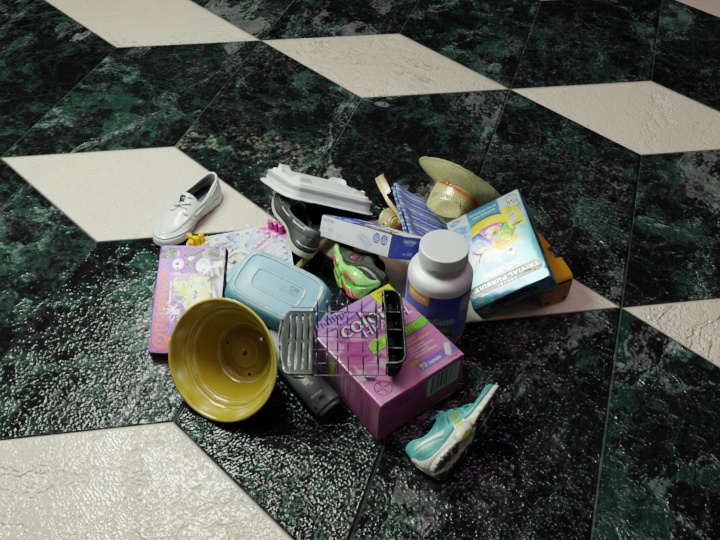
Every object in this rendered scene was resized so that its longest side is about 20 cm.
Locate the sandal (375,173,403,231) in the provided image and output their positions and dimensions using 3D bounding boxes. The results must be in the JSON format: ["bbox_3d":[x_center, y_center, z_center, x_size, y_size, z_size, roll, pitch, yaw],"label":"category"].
[{"bbox_3d":[0.060,-0.095,1.665,0.070,0.078,0.212,-32,56,13],"label":"sandal"}]

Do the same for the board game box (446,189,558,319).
[{"bbox_3d":[0.256,-0.032,1.535,0.151,0.047,0.200,-27,53,19],"label":"board game box"}]

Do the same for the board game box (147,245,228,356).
[{"bbox_3d":[-0.298,0.052,1.460,0.120,0.032,0.200,-1,69,4],"label":"board game box"}]

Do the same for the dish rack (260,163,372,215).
[{"bbox_3d":[-0.082,-0.163,1.646,0.200,0.044,0.172,11,13,-29],"label":"dish rack"}]

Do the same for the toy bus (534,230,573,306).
[{"bbox_3d":[0.319,-0.029,1.589,0.065,0.078,0.200,-18,48,-18],"label":"toy bus"}]

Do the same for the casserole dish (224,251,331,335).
[{"bbox_3d":[-0.143,0.036,1.453,0.200,0.039,0.121,26,64,9],"label":"casserole dish"}]

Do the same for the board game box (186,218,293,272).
[{"bbox_3d":[-0.229,-0.022,1.564,0.200,0.026,0.200,-11,39,-3],"label":"board game box"}]

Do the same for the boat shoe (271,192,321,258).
[{"bbox_3d":[-0.117,-0.106,1.604,0.073,0.063,0.200,13,33,-30],"label":"boat shoe"}]

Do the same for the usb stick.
[{"bbox_3d":[-0.104,0.168,1.401,0.055,0.033,0.200,-33,54,-17],"label":"usb stick"}]

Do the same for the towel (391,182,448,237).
[{"bbox_3d":[0.136,-0.081,1.623,0.145,0.024,0.200,23,36,-30],"label":"towel"}]

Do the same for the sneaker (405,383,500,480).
[{"bbox_3d":[0.151,0.239,1.317,0.080,0.078,0.200,27,49,35],"label":"sneaker"}]

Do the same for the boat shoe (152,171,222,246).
[{"bbox_3d":[-0.349,-0.127,1.668,0.074,0.065,0.200,18,46,15],"label":"boat shoe"}]

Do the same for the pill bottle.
[{"bbox_3d":[0.133,0.031,1.433,0.112,0.200,0.112,1,44,-1],"label":"pill bottle"}]

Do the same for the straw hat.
[{"bbox_3d":[0.179,-0.135,1.634,0.201,0.201,0.085,29,81,25],"label":"straw hat"}]

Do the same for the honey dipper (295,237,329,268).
[{"bbox_3d":[-0.096,-0.030,1.598,0.038,0.038,0.200,26,50,22],"label":"honey dipper"}]

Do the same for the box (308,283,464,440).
[{"bbox_3d":[0.038,0.146,1.386,0.176,0.097,0.200,-27,51,-26],"label":"box"}]

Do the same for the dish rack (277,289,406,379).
[{"bbox_3d":[-0.031,0.102,1.321,0.200,0.055,0.153,0,44,-2],"label":"dish rack"}]

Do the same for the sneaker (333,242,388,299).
[{"bbox_3d":[0.000,0.000,1.525,0.084,0.077,0.200,-7,24,-13],"label":"sneaker"}]

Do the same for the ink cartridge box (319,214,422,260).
[{"bbox_3d":[0.021,-0.061,1.534,0.094,0.044,0.200,4,10,-42],"label":"ink cartridge box"}]

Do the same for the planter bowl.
[{"bbox_3d":[-0.206,0.140,1.361,0.200,0.201,0.083,23,12,19],"label":"planter bowl"}]
